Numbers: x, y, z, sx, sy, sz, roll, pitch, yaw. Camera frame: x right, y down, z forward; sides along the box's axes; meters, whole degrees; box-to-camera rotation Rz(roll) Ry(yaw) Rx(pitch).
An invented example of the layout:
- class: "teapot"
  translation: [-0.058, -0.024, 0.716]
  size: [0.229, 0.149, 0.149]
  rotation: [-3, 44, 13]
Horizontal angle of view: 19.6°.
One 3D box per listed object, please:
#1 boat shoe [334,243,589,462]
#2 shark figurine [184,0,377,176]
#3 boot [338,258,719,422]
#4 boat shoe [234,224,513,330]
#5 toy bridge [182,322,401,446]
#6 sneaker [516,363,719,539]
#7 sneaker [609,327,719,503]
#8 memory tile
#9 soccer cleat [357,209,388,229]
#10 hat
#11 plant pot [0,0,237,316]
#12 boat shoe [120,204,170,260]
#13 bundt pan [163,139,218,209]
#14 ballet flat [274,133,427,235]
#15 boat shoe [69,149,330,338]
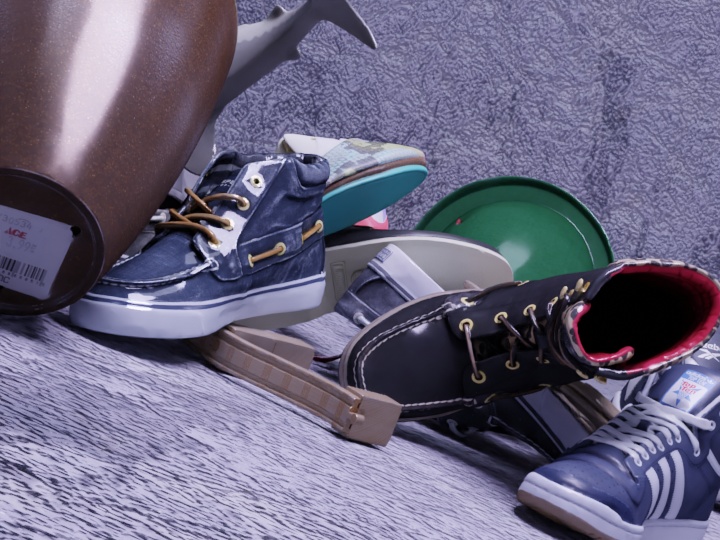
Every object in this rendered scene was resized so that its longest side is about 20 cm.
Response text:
- class: "boat shoe"
  translation: [0.069, 0.074, 1.327]
  size: [0.200, 0.068, 0.072]
  rotation: [43, -3, 0]
- class: "shark figurine"
  translation: [-0.083, -0.104, 1.226]
  size: [0.214, 0.090, 0.128]
  rotation: [-19, -11, 12]
- class: "boot"
  translation: [0.099, 0.039, 1.191]
  size: [0.199, 0.073, 0.151]
  rotation: [-9, -2, -19]
- class: "boat shoe"
  translation: [0.000, -0.002, 1.389]
  size: [0.201, 0.074, 0.063]
  rotation: [-2, 33, -4]
- class: "toy bridge"
  translation: [-0.058, 0.048, 1.184]
  size: [0.067, 0.027, 0.200]
  rotation: [17, 7, -40]
- class: "sneaker"
  translation: [0.160, 0.099, 1.182]
  size: [0.070, 0.109, 0.200]
  rotation: [25, 4, 30]
- class: "sneaker"
  translation: [0.262, 0.100, 1.612]
  size: [0.079, 0.130, 0.199]
  rotation: [22, 4, -14]
- class: "memory tile"
  translation: [0.139, 0.084, 1.375]
  size: [0.153, 0.017, 0.200]
  rotation: [41, -3, 31]
- class: "soccer cleat"
  translation: [-0.065, -0.030, 1.495]
  size: [0.200, 0.077, 0.067]
  rotation: [-2, -11, 36]
- class: "hat"
  translation: [0.086, 0.005, 1.457]
  size: [0.165, 0.201, 0.176]
  rotation: [14, -12, 15]
- class: "plant pot"
  translation: [-0.163, -0.075, 1.070]
  size: [0.187, 0.187, 0.200]
  rotation: [22, 38, -16]
- class: "boat shoe"
  translation: [-0.195, -0.039, 1.281]
  size: [0.071, 0.064, 0.200]
  rotation: [26, 5, 36]
- class: "bundt pan"
  translation: [-0.185, -0.083, 1.406]
  size: [0.201, 0.076, 0.202]
  rotation: [10, -12, 2]
- class: "ballet flat"
  translation: [-0.051, -0.042, 1.329]
  size: [0.071, 0.200, 0.069]
  rotation: [51, -20, 19]
- class: "boat shoe"
  translation: [-0.088, -0.019, 1.162]
  size: [0.071, 0.091, 0.200]
  rotation: [12, 13, 31]
